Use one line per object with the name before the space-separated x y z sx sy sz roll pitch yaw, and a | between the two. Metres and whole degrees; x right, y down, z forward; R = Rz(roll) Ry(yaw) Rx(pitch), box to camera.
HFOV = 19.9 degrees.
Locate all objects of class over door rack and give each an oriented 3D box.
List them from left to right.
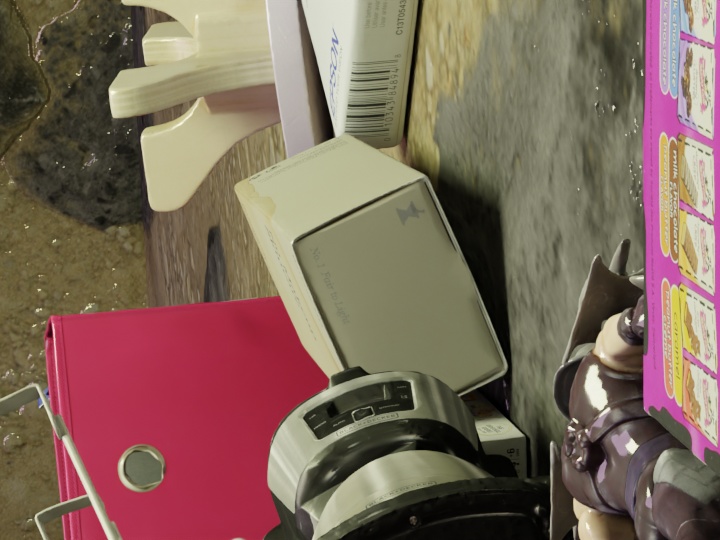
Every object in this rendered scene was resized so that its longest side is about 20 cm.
over door rack | -0.081 0.143 0.910 0.200 0.067 0.148 48 165 24

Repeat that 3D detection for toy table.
toy table | -0.084 -0.127 1.272 0.184 0.117 0.201 -61 -34 -81

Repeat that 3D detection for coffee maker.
coffee maker | 0.024 0.151 0.814 0.200 0.134 0.193 -122 38 -80

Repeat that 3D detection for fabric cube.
fabric cube | -0.092 0.121 1.307 0.200 0.199 0.197 153 112 -79

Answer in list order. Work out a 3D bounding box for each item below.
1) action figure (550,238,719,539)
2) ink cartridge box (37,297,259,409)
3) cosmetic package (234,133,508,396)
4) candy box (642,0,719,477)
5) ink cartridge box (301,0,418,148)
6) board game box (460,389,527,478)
action figure | 0.098 0.074 0.610 0.200 0.069 0.130 -105 7 -60
ink cartridge box | -0.168 0.077 1.696 0.136 0.199 0.077 -146 52 -77
cosmetic package | 0.000 0.000 1.015 0.200 0.073 0.104 -138 24 -77
candy box | 0.120 -0.007 0.446 0.200 0.061 0.137 -127 34 -72
ink cartridge box | -0.007 -0.203 1.108 0.197 0.043 0.200 95 164 -47
board game box | 0.042 0.122 1.019 0.200 0.034 0.135 -135 40 -74
